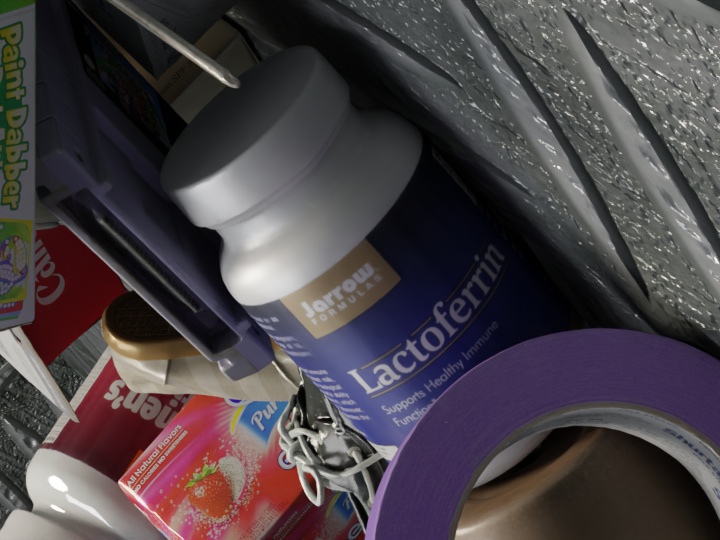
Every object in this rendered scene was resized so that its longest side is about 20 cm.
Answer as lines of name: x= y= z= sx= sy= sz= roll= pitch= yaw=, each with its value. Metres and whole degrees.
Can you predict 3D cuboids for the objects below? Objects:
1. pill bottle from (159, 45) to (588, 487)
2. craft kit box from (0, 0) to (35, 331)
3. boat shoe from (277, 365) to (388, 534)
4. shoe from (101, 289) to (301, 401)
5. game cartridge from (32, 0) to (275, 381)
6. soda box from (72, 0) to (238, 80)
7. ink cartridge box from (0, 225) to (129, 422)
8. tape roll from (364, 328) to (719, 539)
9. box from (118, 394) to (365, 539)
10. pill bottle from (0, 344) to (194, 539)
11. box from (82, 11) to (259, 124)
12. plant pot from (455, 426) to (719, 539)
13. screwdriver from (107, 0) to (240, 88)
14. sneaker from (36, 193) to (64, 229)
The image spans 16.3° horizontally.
pill bottle: x=0.007 y=-0.001 z=1.157 sx=0.200 sy=0.116 sz=0.116 roll=47 pitch=169 yaw=-21
craft kit box: x=-0.211 y=-0.095 z=1.072 sx=0.197 sy=0.048 sz=0.201 roll=20 pitch=116 yaw=40
boat shoe: x=-0.005 y=0.085 z=1.284 sx=0.200 sy=0.068 sz=0.074 roll=61 pitch=177 yaw=-37
shoe: x=-0.041 y=0.038 z=1.374 sx=0.070 sy=0.198 sz=0.054 roll=-87 pitch=-6 yaw=-54
game cartridge: x=-0.107 y=-0.047 z=1.156 sx=0.200 sy=0.038 sz=0.130 roll=47 pitch=-157 yaw=-51
soda box: x=-0.100 y=-0.157 z=1.083 sx=0.068 sy=0.063 sz=0.200 roll=43 pitch=170 yaw=13
ink cartridge box: x=-0.208 y=-0.031 z=1.398 sx=0.175 sy=0.084 sz=0.200 roll=40 pitch=165 yaw=26
tape roll: x=0.101 y=0.129 z=1.074 sx=0.200 sy=0.200 sz=0.066 roll=42 pitch=170 yaw=5
box: x=-0.028 y=0.092 z=1.429 sx=0.100 sy=0.200 sz=0.096 roll=37 pitch=170 yaw=32
pill bottle: x=-0.133 y=0.113 z=1.519 sx=0.109 sy=0.201 sz=0.110 roll=29 pitch=161 yaw=11
box: x=-0.145 y=-0.121 z=1.330 sx=0.200 sy=0.095 sz=0.078 roll=36 pitch=168 yaw=31
plant pot: x=0.120 y=0.158 z=1.183 sx=0.175 sy=0.200 sz=0.200 roll=56 pitch=167 yaw=-13
screwdriver: x=-0.107 y=-0.119 z=1.011 sx=0.200 sy=0.028 sz=0.029 roll=33 pitch=135 yaw=44
sneaker: x=-0.206 y=-0.076 z=1.204 sx=0.199 sy=0.076 sz=0.091 roll=20 pitch=171 yaw=-7
